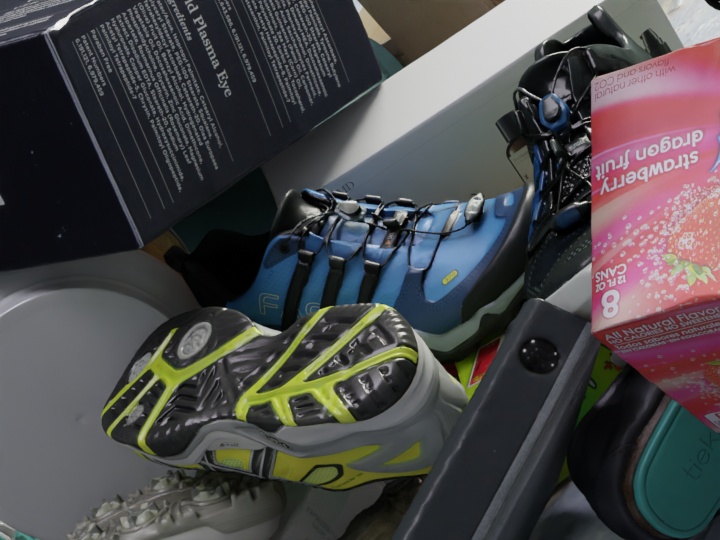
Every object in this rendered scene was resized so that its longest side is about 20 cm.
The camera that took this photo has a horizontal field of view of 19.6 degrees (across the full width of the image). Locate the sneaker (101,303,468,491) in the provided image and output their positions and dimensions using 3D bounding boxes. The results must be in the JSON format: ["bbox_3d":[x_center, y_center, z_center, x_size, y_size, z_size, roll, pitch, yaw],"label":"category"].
[{"bbox_3d":[-0.035,0.063,0.866,0.199,0.076,0.076,1,54,50],"label":"sneaker"}]

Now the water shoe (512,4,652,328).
[{"bbox_3d":[0.084,-0.041,0.807,0.071,0.079,0.200,-35,12,22],"label":"water shoe"}]

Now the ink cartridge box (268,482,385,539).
[{"bbox_3d":[-0.087,0.173,0.951,0.161,0.050,0.200,-16,32,54],"label":"ink cartridge box"}]

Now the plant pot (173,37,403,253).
[{"bbox_3d":[-0.044,-0.061,1.159,0.134,0.201,0.200,-25,3,-42],"label":"plant pot"}]

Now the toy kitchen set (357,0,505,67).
[{"bbox_3d":[0.066,-0.200,1.214,0.200,0.163,0.181,-23,29,46],"label":"toy kitchen set"}]

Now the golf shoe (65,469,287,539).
[{"bbox_3d":[-0.108,0.154,0.914,0.199,0.098,0.078,-26,5,16],"label":"golf shoe"}]

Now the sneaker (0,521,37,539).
[{"bbox_3d":[-0.262,0.205,1.201,0.091,0.078,0.200,-25,26,52],"label":"sneaker"}]

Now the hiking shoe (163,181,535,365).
[{"bbox_3d":[0.000,0.000,0.912,0.199,0.087,0.075,-24,28,38],"label":"hiking shoe"}]

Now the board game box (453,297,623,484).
[{"bbox_3d":[0.129,-0.005,0.872,0.200,0.048,0.102,-41,20,11],"label":"board game box"}]

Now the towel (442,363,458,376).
[{"bbox_3d":[0.078,-0.021,1.046,0.200,0.022,0.144,-53,20,-26],"label":"towel"}]

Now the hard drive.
[{"bbox_3d":[0.021,0.124,0.735,0.200,0.033,0.140,-58,-13,-28],"label":"hard drive"}]

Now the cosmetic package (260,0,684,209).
[{"bbox_3d":[0.059,-0.067,0.989,0.199,0.083,0.051,-34,36,7],"label":"cosmetic package"}]

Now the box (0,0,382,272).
[{"bbox_3d":[-0.127,-0.084,0.979,0.199,0.105,0.182,-8,23,44],"label":"box"}]

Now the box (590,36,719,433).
[{"bbox_3d":[0.178,-0.027,0.656,0.199,0.095,0.100,-16,57,33],"label":"box"}]

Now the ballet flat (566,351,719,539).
[{"bbox_3d":[0.143,0.014,0.779,0.200,0.073,0.073,-52,21,-14],"label":"ballet flat"}]

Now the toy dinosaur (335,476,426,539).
[{"bbox_3d":[-0.003,0.130,0.856,0.200,0.048,0.088,-43,15,-20],"label":"toy dinosaur"}]

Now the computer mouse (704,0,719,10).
[{"bbox_3d":[0.224,-0.102,0.831,0.139,0.046,0.200,-8,14,-6],"label":"computer mouse"}]

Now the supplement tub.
[{"bbox_3d":[-0.141,0.045,1.039,0.145,0.145,0.200,-43,15,3],"label":"supplement tub"}]
